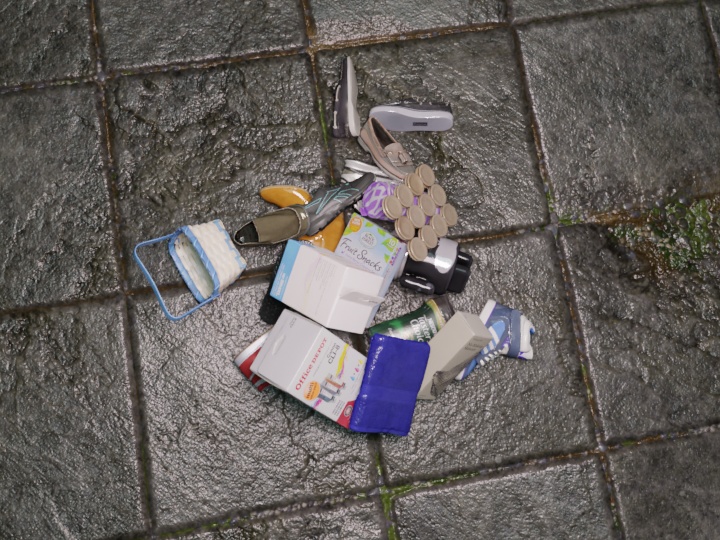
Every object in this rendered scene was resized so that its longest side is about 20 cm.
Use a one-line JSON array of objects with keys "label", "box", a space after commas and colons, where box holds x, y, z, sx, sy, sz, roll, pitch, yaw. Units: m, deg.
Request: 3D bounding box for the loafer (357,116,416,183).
[{"label": "loafer", "box": [0.060, -0.268, 1.664, 0.071, 0.064, 0.200, -6, 42, -38]}]

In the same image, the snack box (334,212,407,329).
[{"label": "snack box", "box": [0.000, 0.000, 1.599, 0.141, 0.053, 0.202, 33, 100, 35]}]

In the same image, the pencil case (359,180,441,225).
[{"label": "pencil case", "box": [0.095, -0.138, 1.628, 0.198, 0.085, 0.085, 11, 56, -42]}]

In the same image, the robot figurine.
[{"label": "robot figurine", "box": [0.142, -0.019, 1.641, 0.197, 0.150, 0.127, 18, 94, 1]}]

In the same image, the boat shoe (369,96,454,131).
[{"label": "boat shoe", "box": [0.118, -0.368, 1.735, 0.196, 0.070, 0.067, 1, 62, -1]}]

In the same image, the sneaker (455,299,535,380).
[{"label": "sneaker", "box": [0.301, 0.176, 1.636, 0.145, 0.081, 0.202, 28, 73, 6]}]

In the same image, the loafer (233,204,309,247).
[{"label": "loafer", "box": [-0.192, -0.085, 1.604, 0.198, 0.069, 0.076, -18, 93, 34]}]

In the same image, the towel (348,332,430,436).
[{"label": "towel", "box": [0.058, 0.231, 1.525, 0.146, 0.049, 0.204, 13, 94, -33]}]

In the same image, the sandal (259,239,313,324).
[{"label": "sandal", "box": [-0.162, 0.019, 1.638, 0.074, 0.048, 0.203, 28, 101, -2]}]

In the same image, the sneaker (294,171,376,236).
[{"label": "sneaker", "box": [-0.054, -0.160, 1.616, 0.199, 0.075, 0.080, -37, 88, -10]}]

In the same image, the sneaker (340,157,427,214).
[{"label": "sneaker", "box": [0.045, -0.172, 1.700, 0.197, 0.076, 0.117, 16, 95, -5]}]

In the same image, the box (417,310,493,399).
[{"label": "box", "box": [0.178, 0.180, 1.573, 0.201, 0.081, 0.069, -51, 53, 24]}]

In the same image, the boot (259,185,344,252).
[{"label": "boot", "box": [-0.132, -0.104, 1.662, 0.197, 0.071, 0.147, 7, 77, -8]}]

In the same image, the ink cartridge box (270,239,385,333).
[{"label": "ink cartridge box", "box": [-0.061, 0.037, 1.522, 0.198, 0.128, 0.127, 26, 97, 38]}]

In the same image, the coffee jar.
[{"label": "coffee jar", "box": [0.118, 0.135, 1.629, 0.197, 0.085, 0.106, -25, 83, -9]}]

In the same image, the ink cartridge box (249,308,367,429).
[{"label": "ink cartridge box", "box": [-0.091, 0.200, 1.526, 0.199, 0.144, 0.147, 38, 77, -38]}]

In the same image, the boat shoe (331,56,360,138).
[{"label": "boat shoe", "box": [-0.038, -0.396, 1.725, 0.059, 0.074, 0.204, -8, 74, 14]}]

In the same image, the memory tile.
[{"label": "memory tile", "box": [0.126, -0.124, 1.580, 0.155, 0.017, 0.200, 57, 46, -12]}]

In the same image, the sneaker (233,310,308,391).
[{"label": "sneaker", "box": [-0.163, 0.173, 1.608, 0.199, 0.071, 0.113, -39, 80, -2]}]

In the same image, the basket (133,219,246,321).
[{"label": "basket", "box": [-0.354, -0.004, 1.582, 0.198, 0.139, 0.178, -24, 81, -39]}]
